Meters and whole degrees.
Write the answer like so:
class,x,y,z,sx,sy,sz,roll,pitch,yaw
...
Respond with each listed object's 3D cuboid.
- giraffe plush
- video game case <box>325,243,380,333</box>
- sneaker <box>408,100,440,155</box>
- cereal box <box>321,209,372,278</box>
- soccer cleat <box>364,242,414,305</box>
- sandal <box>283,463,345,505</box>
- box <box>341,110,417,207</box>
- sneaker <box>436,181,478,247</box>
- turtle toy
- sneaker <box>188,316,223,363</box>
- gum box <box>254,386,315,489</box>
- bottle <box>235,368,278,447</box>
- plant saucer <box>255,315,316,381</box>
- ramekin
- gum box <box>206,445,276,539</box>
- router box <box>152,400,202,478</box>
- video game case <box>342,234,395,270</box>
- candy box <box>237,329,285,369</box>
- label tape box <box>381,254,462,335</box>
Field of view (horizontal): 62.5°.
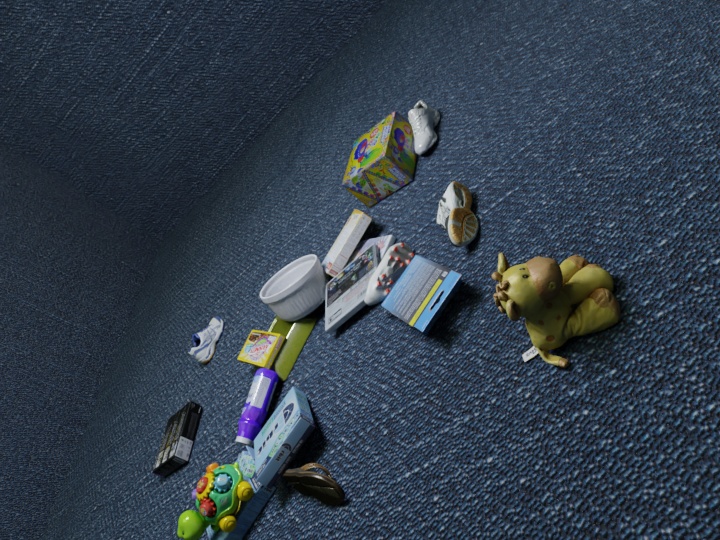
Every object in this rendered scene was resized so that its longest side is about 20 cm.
class,x,y,z,sx,sy,sz,roll,pitch,yaw
giraffe plush,0.291,0.040,0.961,0.200,0.162,0.173,-50,28,6
video game case,-0.021,0.046,1.560,0.200,0.023,0.183,-41,31,27
sneaker,0.173,-0.424,1.749,0.078,0.099,0.202,-31,35,38
cereal box,-0.042,-0.080,1.720,0.201,0.039,0.144,-59,14,4
soccer cleat,0.065,0.004,1.431,0.077,0.069,0.200,-39,12,47
sandal,-0.093,0.436,1.237,0.055,0.082,0.199,-43,11,-32
box,0.066,-0.334,1.792,0.192,0.122,0.202,-27,38,41
sneaker,0.219,-0.113,1.373,0.088,0.075,0.201,-52,20,41
turtle toy,-0.341,0.534,1.370,0.145,0.101,0.201,8,66,59
sneaker,-0.567,0.239,2.179,0.075,0.088,0.201,-35,31,35
gum box,-0.183,0.385,1.390,0.171,0.044,0.200,-54,15,1
bottle,-0.280,0.367,1.591,0.084,0.065,0.202,136,153,-63
plant saucer,-0.233,0.209,1.725,0.199,0.048,0.202,0,59,58
ramekin,-0.181,0.056,1.707,0.199,0.106,0.201,-30,19,11
gum box,-0.298,0.556,1.435,0.201,0.044,0.170,-55,27,-3
router box,-0.586,0.540,1.902,0.149,0.051,0.201,-38,31,32
video game case,0.000,0.000,1.623,0.181,0.023,0.202,-8,52,55
candy box,-0.289,0.226,1.714,0.199,0.026,0.103,-3,59,57
label tape box,0.145,0.059,1.279,0.145,0.063,0.200,-55,27,-2
